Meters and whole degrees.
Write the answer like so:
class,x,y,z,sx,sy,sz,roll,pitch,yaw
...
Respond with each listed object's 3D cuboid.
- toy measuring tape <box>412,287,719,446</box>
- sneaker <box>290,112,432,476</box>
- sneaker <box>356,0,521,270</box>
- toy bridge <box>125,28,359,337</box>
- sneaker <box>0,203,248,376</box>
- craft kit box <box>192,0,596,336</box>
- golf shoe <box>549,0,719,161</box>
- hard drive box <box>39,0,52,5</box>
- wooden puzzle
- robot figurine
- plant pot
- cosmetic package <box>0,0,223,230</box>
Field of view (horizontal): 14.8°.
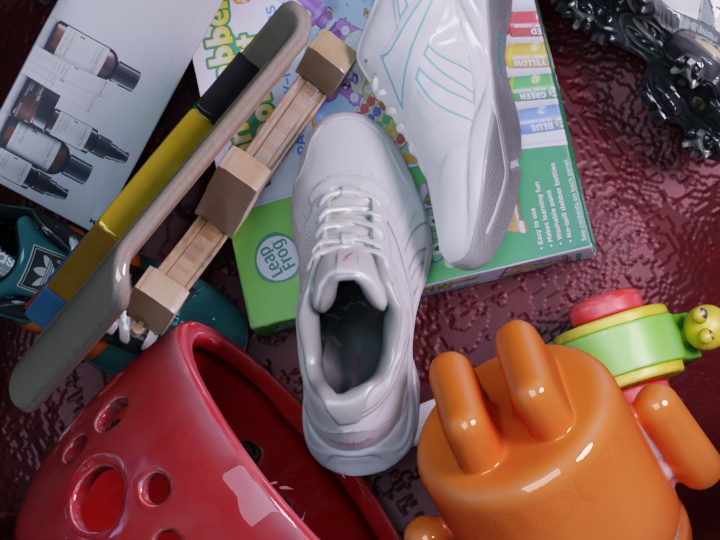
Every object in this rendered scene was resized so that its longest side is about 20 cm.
class,x,y,z,sx,sy,sz,roll,pitch,yaw
toy measuring tape,0.104,0.057,1.505,0.199,0.074,0.074,-18,82,5
sneaker,0.000,0.000,1.459,0.078,0.099,0.201,-6,68,2
sneaker,0.042,-0.096,1.496,0.080,0.070,0.201,-6,77,15
toy bridge,-0.069,-0.040,1.483,0.027,0.067,0.200,34,62,0
sneaker,-0.161,0.012,1.541,0.199,0.080,0.072,19,86,9
craft kit box,0.014,-0.083,1.548,0.197,0.049,0.201,-14,82,9
golf shoe,0.166,-0.157,1.519,0.094,0.078,0.200,-37,90,-33
hard drive box,-0.183,-0.280,1.578,0.156,0.077,0.200,-36,81,3
wooden puzzle,-0.110,-0.035,1.434,0.037,0.185,0.200,36,59,-7
robot figurine,0.102,0.120,1.452,0.116,0.200,0.144,14,55,46
plant pot,-0.093,0.157,1.464,0.182,0.200,0.201,-41,80,11
cosmetic package,-0.131,-0.127,1.520,0.082,0.051,0.201,27,103,-9
